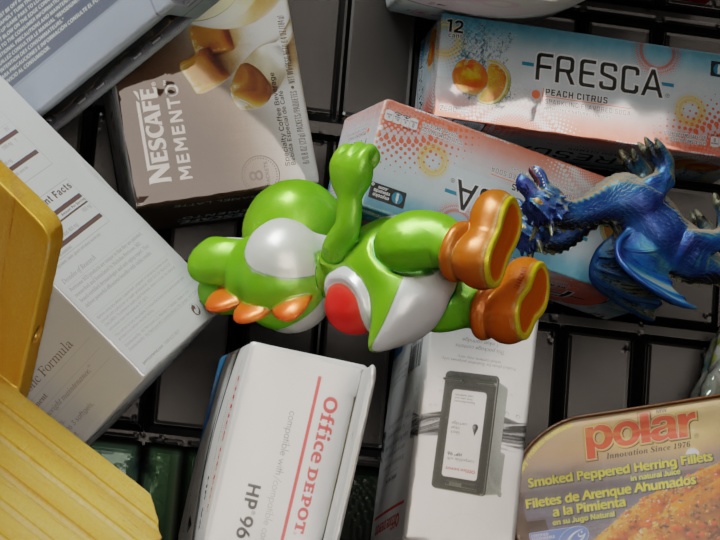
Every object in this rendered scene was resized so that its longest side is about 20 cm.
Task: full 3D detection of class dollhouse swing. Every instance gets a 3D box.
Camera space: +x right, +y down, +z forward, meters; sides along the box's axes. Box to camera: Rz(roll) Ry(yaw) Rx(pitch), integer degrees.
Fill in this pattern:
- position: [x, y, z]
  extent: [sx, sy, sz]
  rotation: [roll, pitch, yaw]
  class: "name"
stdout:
- position: [-0.187, 0.066, 1.465]
  extent: [0.175, 0.200, 0.182]
  rotation: [24, 119, 13]
  class: "dollhouse swing"

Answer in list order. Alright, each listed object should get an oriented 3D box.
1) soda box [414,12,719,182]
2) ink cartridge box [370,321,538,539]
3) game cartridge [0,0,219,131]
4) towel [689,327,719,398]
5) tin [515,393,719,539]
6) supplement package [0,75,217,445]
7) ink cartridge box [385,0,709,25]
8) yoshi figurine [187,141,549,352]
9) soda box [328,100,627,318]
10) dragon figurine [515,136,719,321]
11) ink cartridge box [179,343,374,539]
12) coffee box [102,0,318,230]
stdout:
- position: [0.134, -0.104, 1.754]
  extent: [0.199, 0.064, 0.069]
  rotation: [8, 77, -10]
  class: "soda box"
- position: [0.052, 0.109, 1.667]
  extent: [0.067, 0.116, 0.201]
  rotation: [9, 77, -7]
  class: "ink cartridge box"
- position: [-0.167, -0.168, 1.653]
  extent: [0.041, 0.200, 0.134]
  rotation: [8, 55, -50]
  class: "game cartridge"
- position: [0.258, 0.156, 1.732]
  extent: [0.171, 0.048, 0.201]
  rotation: [26, 75, -5]
  class: "towel"
- position: [0.182, 0.134, 1.686]
  extent: [0.199, 0.042, 0.113]
  rotation: [-8, 80, -4]
  class: "tin"
- position: [-0.198, 0.001, 1.624]
  extent: [0.200, 0.114, 0.110]
  rotation: [44, 31, 1]
  class: "supplement package"
- position: [0.125, -0.166, 1.711]
  extent: [0.199, 0.163, 0.057]
  rotation: [14, 87, -8]
  class: "ink cartridge box"
- position: [0.003, -0.014, 1.590]
  extent: [0.199, 0.112, 0.113]
  rotation: [1, 91, 26]
  class: "yoshi figurine"
- position: [0.083, -0.034, 1.703]
  extent: [0.199, 0.064, 0.069]
  rotation: [19, 75, -19]
  class: "soda box"
- position: [0.170, -0.007, 1.660]
  extent: [0.200, 0.059, 0.100]
  rotation: [39, 69, -13]
  class: "dragon figurine"
- position: [-0.048, 0.104, 1.592]
  extent: [0.067, 0.200, 0.117]
  rotation: [13, 83, -8]
  class: "ink cartridge box"
- position: [-0.100, -0.132, 1.706]
  extent: [0.114, 0.080, 0.201]
  rotation: [-7, 80, -12]
  class: "coffee box"
